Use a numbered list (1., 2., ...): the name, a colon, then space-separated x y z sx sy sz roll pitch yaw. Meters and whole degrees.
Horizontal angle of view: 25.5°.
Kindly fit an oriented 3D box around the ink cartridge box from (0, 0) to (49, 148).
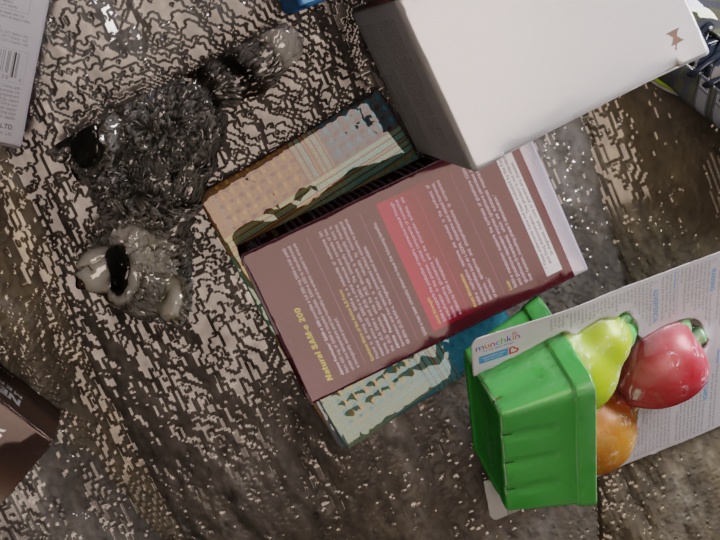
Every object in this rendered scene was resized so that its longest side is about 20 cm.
1. ink cartridge box: -0.246 -0.182 0.959 0.119 0.042 0.200 10 94 -39

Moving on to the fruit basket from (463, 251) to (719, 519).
1. fruit basket: 0.167 0.070 1.053 0.200 0.094 0.185 -25 138 -14

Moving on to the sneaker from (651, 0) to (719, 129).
1. sneaker: 0.251 -0.124 1.047 0.200 0.081 0.074 39 93 -12

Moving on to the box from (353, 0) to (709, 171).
1. box: 0.094 -0.145 0.959 0.152 0.200 0.107 -27 100 -4

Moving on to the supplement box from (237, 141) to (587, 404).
1. supplement box: 0.032 -0.008 1.029 0.200 0.061 0.109 -25 100 -4

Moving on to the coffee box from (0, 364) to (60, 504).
1. coffee box: -0.300 0.140 1.022 0.113 0.080 0.200 39 93 -12

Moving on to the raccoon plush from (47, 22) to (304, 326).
1. raccoon plush: -0.097 -0.054 0.998 0.200 0.097 0.134 -29 96 0

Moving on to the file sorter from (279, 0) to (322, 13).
1. file sorter: 0.029 -0.250 0.966 0.200 0.139 0.123 -22 100 -3

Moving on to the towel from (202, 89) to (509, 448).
1. towel: 0.000 0.000 1.068 0.146 0.022 0.200 -31 101 -2
